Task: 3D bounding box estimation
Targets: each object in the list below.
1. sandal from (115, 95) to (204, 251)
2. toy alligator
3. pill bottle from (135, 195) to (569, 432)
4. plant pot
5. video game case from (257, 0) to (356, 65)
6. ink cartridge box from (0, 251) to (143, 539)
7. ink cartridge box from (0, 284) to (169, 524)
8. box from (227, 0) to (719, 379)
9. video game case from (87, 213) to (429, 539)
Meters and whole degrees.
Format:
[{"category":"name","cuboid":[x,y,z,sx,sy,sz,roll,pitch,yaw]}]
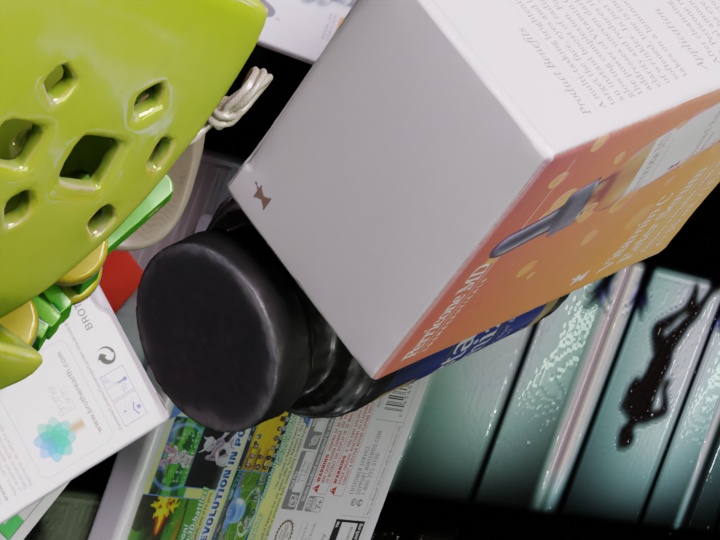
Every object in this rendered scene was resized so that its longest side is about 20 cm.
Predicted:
[{"category":"sandal","cuboid":[-0.090,-0.092,1.057,0.080,0.054,0.200,8,120,-12]},{"category":"toy alligator","cuboid":[-0.117,-0.019,1.028,0.200,0.054,0.059,-50,180,-14]},{"category":"pill bottle","cuboid":[0.000,0.000,1.203,0.200,0.112,0.112,-24,125,-43]},{"category":"plant pot","cuboid":[-0.188,-0.071,0.932,0.200,0.199,0.182,21,98,-50]},{"category":"video game case","cuboid":[-0.046,-0.199,1.083,0.182,0.023,0.200,19,95,-19]},{"category":"ink cartridge box","cuboid":[-0.161,0.054,1.132,0.200,0.050,0.109,-51,138,-16]},{"category":"ink cartridge box","cuboid":[-0.186,0.056,1.049,0.200,0.042,0.119,-33,105,-26]},{"category":"box","cuboid":[0.073,-0.064,1.111,0.200,0.106,0.152,-23,159,-43]},{"category":"video game case","cuboid":[-0.043,0.080,1.301,0.182,0.022,0.200,12,101,-50]}]
